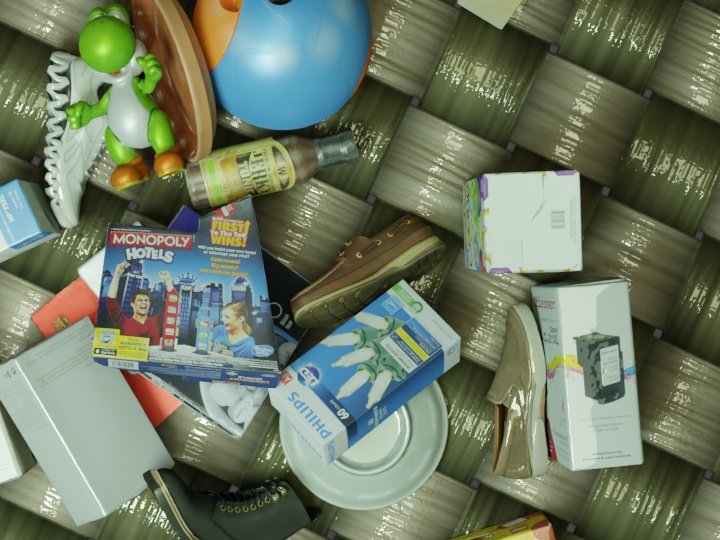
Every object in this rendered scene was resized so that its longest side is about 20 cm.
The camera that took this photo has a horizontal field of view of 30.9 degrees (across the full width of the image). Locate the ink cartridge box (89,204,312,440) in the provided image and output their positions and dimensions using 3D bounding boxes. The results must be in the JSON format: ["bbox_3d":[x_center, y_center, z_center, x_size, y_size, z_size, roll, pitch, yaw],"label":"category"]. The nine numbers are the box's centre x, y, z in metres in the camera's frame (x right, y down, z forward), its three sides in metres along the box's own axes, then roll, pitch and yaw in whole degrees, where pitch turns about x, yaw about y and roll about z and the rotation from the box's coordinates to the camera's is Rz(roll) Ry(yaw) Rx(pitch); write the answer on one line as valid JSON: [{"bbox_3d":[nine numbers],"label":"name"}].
[{"bbox_3d":[-0.166,0.052,1.457,0.199,0.043,0.199,34,68,-7],"label":"ink cartridge box"}]

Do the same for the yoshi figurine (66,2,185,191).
[{"bbox_3d":[-0.262,-0.194,1.426,0.112,0.112,0.202,-19,95,-32],"label":"yoshi figurine"}]

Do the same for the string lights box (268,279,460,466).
[{"bbox_3d":[0.005,0.113,1.450,0.200,0.059,0.103,-37,64,-19],"label":"string lights box"}]

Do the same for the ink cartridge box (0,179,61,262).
[{"bbox_3d":[-0.447,-0.029,1.455,0.199,0.116,0.068,-25,92,-2],"label":"ink cartridge box"}]

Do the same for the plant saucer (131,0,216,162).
[{"bbox_3d":[-0.201,-0.219,1.423,0.032,0.200,0.202,-19,91,-18],"label":"plant saucer"}]

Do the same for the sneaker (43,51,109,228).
[{"bbox_3d":[-0.320,-0.148,1.484,0.080,0.075,0.202,2,91,-10],"label":"sneaker"}]

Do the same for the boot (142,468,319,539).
[{"bbox_3d":[-0.144,0.255,1.457,0.138,0.078,0.201,-35,134,-6],"label":"boot"}]

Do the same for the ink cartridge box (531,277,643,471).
[{"bbox_3d":[0.251,0.111,1.457,0.082,0.146,0.202,-5,90,-4],"label":"ink cartridge box"}]

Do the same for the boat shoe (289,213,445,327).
[{"bbox_3d":[0.000,0.000,1.481,0.199,0.072,0.068,-28,69,-20],"label":"boat shoe"}]

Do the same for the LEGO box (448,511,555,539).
[{"bbox_3d":[0.140,0.382,1.490,0.198,0.077,0.150,-18,91,-1],"label":"LEGO box"}]

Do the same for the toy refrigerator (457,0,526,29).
[{"bbox_3d":[0.163,-0.328,1.428,0.070,0.200,0.076,30,89,-2],"label":"toy refrigerator"}]

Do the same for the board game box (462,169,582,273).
[{"bbox_3d":[0.173,-0.052,1.428,0.102,0.200,0.106,-2,91,-1],"label":"board game box"}]

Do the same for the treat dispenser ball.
[{"bbox_3d":[-0.085,-0.255,1.421,0.199,0.201,0.203,0,90,-1],"label":"treat dispenser ball"}]

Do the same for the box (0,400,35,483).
[{"bbox_3d":[-0.449,0.148,1.475,0.094,0.078,0.202,-17,91,-1],"label":"box"}]

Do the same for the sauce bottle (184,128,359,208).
[{"bbox_3d":[-0.102,-0.122,1.490,0.198,0.065,0.065,-15,91,-1],"label":"sauce bottle"}]

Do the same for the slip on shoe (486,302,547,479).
[{"bbox_3d":[0.175,0.140,1.495,0.060,0.076,0.202,-5,98,-8],"label":"slip on shoe"}]

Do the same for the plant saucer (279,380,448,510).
[{"bbox_3d":[0.005,0.179,1.501,0.198,0.050,0.202,0,90,-2],"label":"plant saucer"}]

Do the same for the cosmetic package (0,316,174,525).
[{"bbox_3d":[-0.310,0.168,1.449,0.113,0.081,0.201,-31,96,-42],"label":"cosmetic package"}]

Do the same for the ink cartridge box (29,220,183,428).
[{"bbox_3d":[-0.259,0.074,1.498,0.173,0.044,0.200,-39,91,-2],"label":"ink cartridge box"}]

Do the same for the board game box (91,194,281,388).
[{"bbox_3d":[-0.178,0.015,1.407,0.198,0.062,0.201,6,68,-7],"label":"board game box"}]
